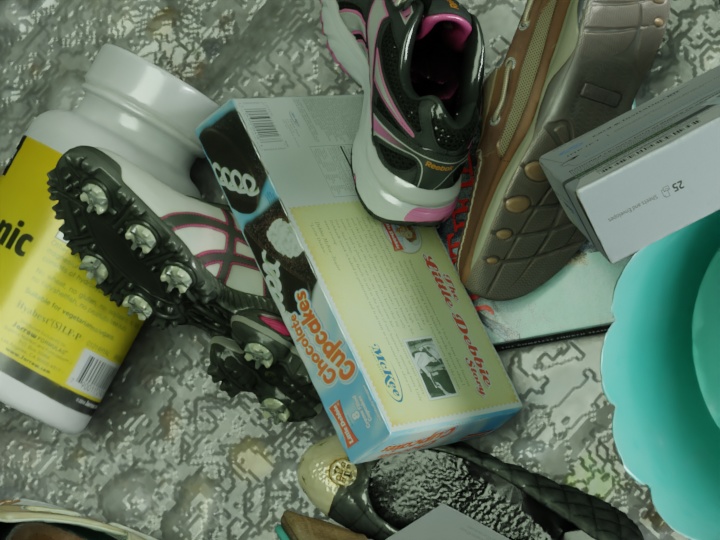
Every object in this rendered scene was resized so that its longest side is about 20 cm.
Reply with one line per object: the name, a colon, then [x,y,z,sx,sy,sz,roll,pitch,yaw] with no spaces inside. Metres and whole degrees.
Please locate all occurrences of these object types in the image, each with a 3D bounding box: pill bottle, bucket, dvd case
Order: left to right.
pill bottle: [-0.156,-0.020,1.305,0.111,0.111,0.201,28,86,17]
dvd case: [0.064,-0.026,1.300,0.198,0.022,0.147,-10,77,13]
bucket: [0.231,0.041,1.164,0.206,0.135,0.209,2,95,21]

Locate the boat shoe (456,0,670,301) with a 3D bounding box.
boat shoe: [0.101,-0.081,1.262,0.072,0.075,0.201,30,97,50]

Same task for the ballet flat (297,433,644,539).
ballet flat: [0.059,0.125,1.253,0.199,0.057,0.067,14,82,16]

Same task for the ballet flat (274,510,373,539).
ballet flat: [0.033,0.201,1.241,0.072,0.068,0.201,-32,76,0]

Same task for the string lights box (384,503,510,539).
string lights box: [0.076,0.223,1.149,0.059,0.103,0.201,-29,104,-14]

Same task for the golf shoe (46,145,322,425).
golf shoe: [-0.081,-0.006,1.250,0.200,0.077,0.088,42,53,-17]

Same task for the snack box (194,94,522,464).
snack box: [0.000,0.000,1.239,0.037,0.116,0.201,-38,70,36]

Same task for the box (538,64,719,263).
box: [0.169,-0.065,1.119,0.155,0.200,0.041,-27,97,2]

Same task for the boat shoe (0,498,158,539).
boat shoe: [-0.125,0.182,1.280,0.199,0.068,0.075,18,84,16]

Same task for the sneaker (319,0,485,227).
sneaker: [0.035,-0.124,1.262,0.080,0.087,0.201,5,52,-24]

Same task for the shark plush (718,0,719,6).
shark plush: [0.229,-0.098,1.272,0.083,0.091,0.202,-1,99,33]
